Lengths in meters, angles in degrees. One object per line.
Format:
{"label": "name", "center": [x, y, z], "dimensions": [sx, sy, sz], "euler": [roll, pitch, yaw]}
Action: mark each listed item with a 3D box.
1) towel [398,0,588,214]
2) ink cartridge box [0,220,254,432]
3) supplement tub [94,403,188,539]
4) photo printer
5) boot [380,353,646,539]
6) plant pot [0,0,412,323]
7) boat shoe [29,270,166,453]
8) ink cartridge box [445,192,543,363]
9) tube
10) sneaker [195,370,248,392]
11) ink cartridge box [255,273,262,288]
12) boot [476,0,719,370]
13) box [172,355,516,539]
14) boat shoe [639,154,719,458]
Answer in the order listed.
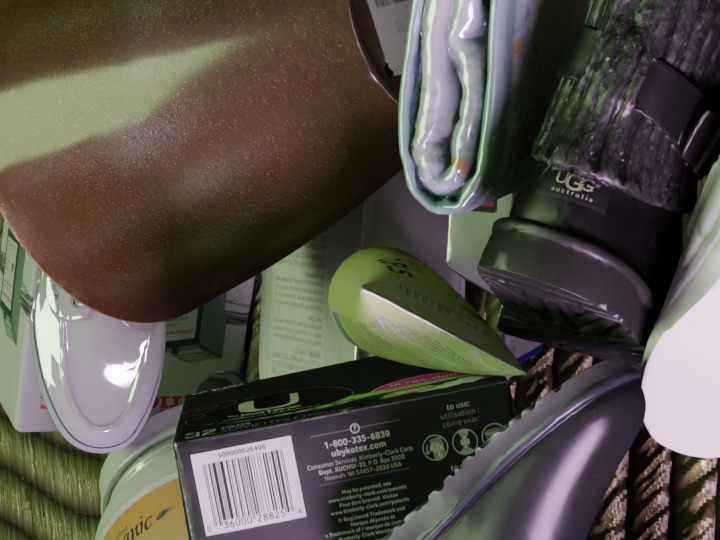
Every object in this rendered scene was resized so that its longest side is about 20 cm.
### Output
{"label": "towel", "center": [0.080, -0.131, 1.201], "dimensions": [0.048, 0.171, 0.200], "euler": [16, 108, 26]}
{"label": "ink cartridge box", "center": [-0.141, -0.006, 1.775], "dimensions": [0.084, 0.146, 0.200], "euler": [-130, 45, -59]}
{"label": "supplement tub", "center": [-0.064, 0.182, 1.557], "dimensions": [0.200, 0.144, 0.145], "euler": [-108, 28, -41]}
{"label": "photo printer", "center": [0.000, 0.000, 1.505], "dimensions": [0.166, 0.069, 0.200], "euler": [-175, 86, -69]}
{"label": "boot", "center": [0.105, 0.155, 1.128], "dimensions": [0.165, 0.066, 0.200], "euler": [-45, 74, 30]}
{"label": "plant pot", "center": [-0.049, -0.089, 1.364], "dimensions": [0.200, 0.187, 0.187], "euler": [-18, 69, 39]}
{"label": "boat shoe", "center": [-0.139, -0.001, 1.543], "dimensions": [0.067, 0.073, 0.201], "euler": [-170, 80, -81]}
{"label": "ink cartridge box", "center": [0.068, -0.058, 1.321], "dimensions": [0.095, 0.037, 0.200], "euler": [-18, -70, -75]}
{"label": "tube", "center": [0.023, 0.019, 1.270], "dimensions": [0.200, 0.058, 0.052], "euler": [-152, 48, -83]}
{"label": "sneaker", "center": [-0.094, 0.159, 1.727], "dimensions": [0.073, 0.082, 0.200], "euler": [161, 110, -70]}
{"label": "ink cartridge box", "center": [-0.043, -0.062, 1.668], "dimensions": [0.099, 0.039, 0.200], "euler": [-123, 39, -55]}
{"label": "boot", "center": [0.115, -0.045, 1.181], "dimensions": [0.211, 0.079, 0.158], "euler": [60, -131, -76]}
{"label": "box", "center": [-0.001, 0.110, 1.294], "dimensions": [0.200, 0.148, 0.125], "euler": [-117, 17, -87]}
{"label": "boat shoe", "center": [0.156, -0.015, 1.111], "dimensions": [0.069, 0.072, 0.200], "euler": [-81, 1, -50]}
